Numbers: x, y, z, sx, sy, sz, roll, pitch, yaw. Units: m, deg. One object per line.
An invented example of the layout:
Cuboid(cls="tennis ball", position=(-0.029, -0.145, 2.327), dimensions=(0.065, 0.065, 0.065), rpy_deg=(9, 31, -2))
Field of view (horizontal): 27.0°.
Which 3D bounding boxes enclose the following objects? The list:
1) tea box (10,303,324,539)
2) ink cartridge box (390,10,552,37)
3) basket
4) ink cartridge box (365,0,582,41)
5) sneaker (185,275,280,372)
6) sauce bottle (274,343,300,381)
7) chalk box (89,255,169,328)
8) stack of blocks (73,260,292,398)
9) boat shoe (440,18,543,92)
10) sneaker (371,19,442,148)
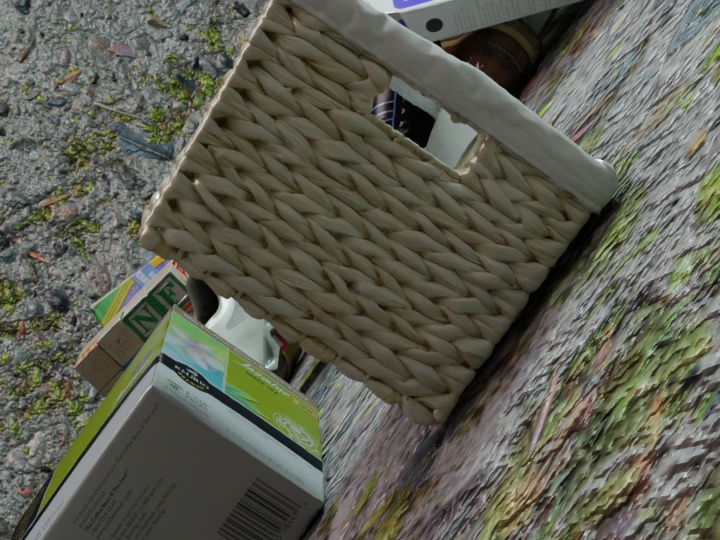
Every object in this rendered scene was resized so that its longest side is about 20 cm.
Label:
Cuboid(cls="tea box", position=(-0.132, 0.157, 0.981), dimensions=(0.200, 0.133, 0.197), rpy_deg=(-53, 11, 10))
Cuboid(cls="ink cartridge box", position=(0.118, -0.298, 1.349), dimensions=(0.201, 0.145, 0.084), rpy_deg=(-60, -30, -31))
Cuboid(cls="basket", position=(0.002, -0.047, 0.805), dimensions=(0.161, 0.198, 0.200), rpy_deg=(-56, 7, 6))
Cuboid(cls="ink cartridge box", position=(0.078, -0.265, 1.235), dimensions=(0.199, 0.044, 0.199), rpy_deg=(-12, 41, 6))
Cuboid(cls="sneaker", position=(-0.108, 0.088, 1.138), dimensions=(0.074, 0.088, 0.201), rpy_deg=(-38, 45, 40))
Cuboid(cls="sauce bottle", position=(-0.096, 0.085, 1.384), dimensions=(0.065, 0.065, 0.200), rpy_deg=(-51, 7, 28))
Cuboid(cls="chalk box", position=(-0.194, 0.043, 1.778), dimensions=(0.200, 0.124, 0.124), rpy_deg=(-36, -19, 0))
Cuboid(cls="stack of blocks", position=(-0.128, 0.044, 1.252), dimensions=(0.200, 0.115, 0.059), rpy_deg=(-43, 11, 7))
Cuboid(cls="boat shoe", position=(0.082, -0.155, 1.275), dimensions=(0.068, 0.072, 0.200), rpy_deg=(-56, 9, -21))
Cuboid(cls="sneaker", position=(0.038, -0.103, 1.208), dimensions=(0.078, 0.070, 0.201), rpy_deg=(17, 97, 61))
